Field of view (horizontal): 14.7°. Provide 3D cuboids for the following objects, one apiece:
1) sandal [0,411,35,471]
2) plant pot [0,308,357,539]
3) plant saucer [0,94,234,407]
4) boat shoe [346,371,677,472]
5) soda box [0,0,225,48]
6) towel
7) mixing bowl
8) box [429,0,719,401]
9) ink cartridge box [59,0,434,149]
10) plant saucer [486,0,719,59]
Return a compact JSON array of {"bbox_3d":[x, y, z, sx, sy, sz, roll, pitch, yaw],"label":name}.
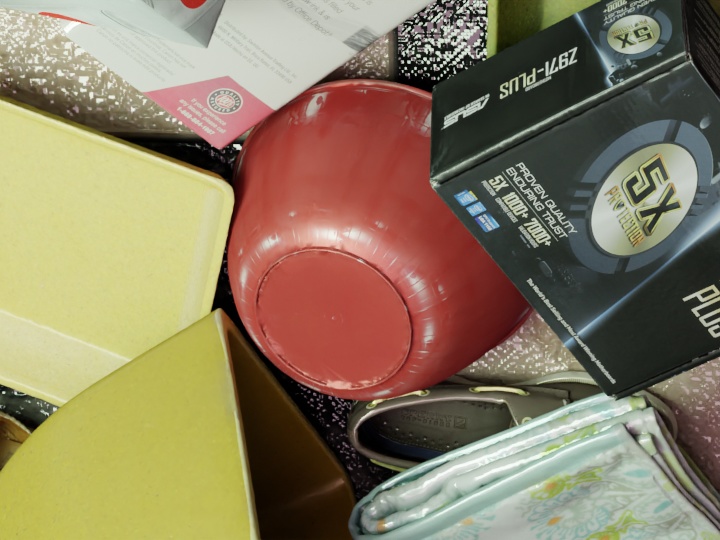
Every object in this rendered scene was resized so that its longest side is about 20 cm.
[{"bbox_3d":[-0.225,0.110,1.741,0.211,0.078,0.070,14,143,-2],"label":"sandal"},{"bbox_3d":[-0.118,0.180,1.648,0.200,0.196,0.194,-23,136,12],"label":"plant pot"},{"bbox_3d":[-0.175,-0.013,1.686,0.200,0.048,0.200,20,125,9],"label":"plant saucer"},{"bbox_3d":[0.091,0.099,1.695,0.200,0.060,0.072,7,112,8],"label":"boat shoe"},{"bbox_3d":[-0.163,-0.174,1.498,0.200,0.068,0.064,14,79,35],"label":"soda box"},{"bbox_3d":[0.117,0.157,1.680,0.200,0.048,0.171,-23,136,19],"label":"towel"},{"bbox_3d":[0.000,0.000,1.624,0.200,0.108,0.200,10,124,15],"label":"mixing bowl"},{"bbox_3d":[0.158,-0.044,1.544,0.164,0.086,0.200,-25,126,23],"label":"box"},{"bbox_3d":[-0.054,-0.179,1.569,0.200,0.083,0.146,-34,136,20],"label":"ink cartridge box"},{"bbox_3d":[0.172,-0.127,1.569,0.199,0.048,0.200,7,138,8],"label":"plant saucer"}]
